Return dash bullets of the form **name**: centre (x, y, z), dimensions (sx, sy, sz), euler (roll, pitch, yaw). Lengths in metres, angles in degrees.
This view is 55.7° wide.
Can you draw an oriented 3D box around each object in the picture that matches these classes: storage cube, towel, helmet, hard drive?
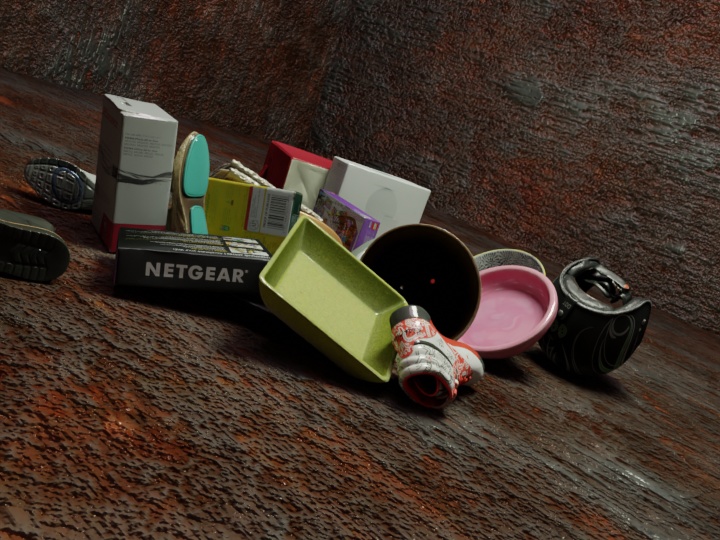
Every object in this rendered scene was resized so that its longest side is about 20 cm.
- **storage cube**: centre (-0.133, -0.177, 1.572), dimensions (0.198, 0.172, 0.180), euler (15, 15, -27)
- **towel**: centre (-0.174, -0.109, 1.162), dimensions (0.199, 0.035, 0.132), euler (31, -29, -28)
- **helmet**: centre (0.415, 0.097, 1.239), dimensions (0.198, 0.192, 0.201), euler (2, 40, -2)
- **hard drive**: centre (-0.101, 0.052, 0.962), dimensions (0.138, 0.033, 0.200), euler (24, 13, 14)

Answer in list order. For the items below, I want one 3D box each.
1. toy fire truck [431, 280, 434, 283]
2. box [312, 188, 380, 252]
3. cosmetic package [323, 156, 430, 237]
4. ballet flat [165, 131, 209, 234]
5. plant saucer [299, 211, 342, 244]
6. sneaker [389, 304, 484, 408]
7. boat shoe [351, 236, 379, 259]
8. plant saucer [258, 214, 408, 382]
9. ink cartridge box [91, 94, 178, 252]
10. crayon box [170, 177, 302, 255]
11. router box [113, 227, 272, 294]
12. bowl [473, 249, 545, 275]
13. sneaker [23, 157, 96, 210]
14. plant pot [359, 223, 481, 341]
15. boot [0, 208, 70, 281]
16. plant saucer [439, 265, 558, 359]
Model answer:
- **toy fire truck**: centre (0.081, 0.020, 1.357), dimensions (0.140, 0.049, 0.200), euler (24, 13, 16)
- **box**: centre (-0.045, -0.062, 1.293), dimensions (0.039, 0.138, 0.200), euler (14, 14, -32)
- **cosmetic package**: centre (0.014, -0.115, 1.472), dimensions (0.198, 0.202, 0.123), euler (16, 10, -21)
- **ballet flat**: centre (-0.265, -0.104, 1.016), dimensions (0.065, 0.202, 0.070), euler (0, -2, 24)
- **plant saucer**: centre (-0.130, -0.051, 1.164), dimensions (0.198, 0.038, 0.200), euler (14, -20, 5)
- **sneaker**: centre (0.105, 0.137, 0.880), dimensions (0.201, 0.067, 0.109), euler (42, 32, -41)
- **boat shoe**: centre (0.000, 0.000, 1.130), dimensions (0.061, 0.075, 0.200), euler (58, 40, -7)
- **plant saucer**: centre (-0.037, 0.042, 0.885), dimensions (0.200, 0.048, 0.200), euler (40, 28, -9)
- **ink cartridge box**: centre (-0.337, -0.144, 1.008), dimensions (0.083, 0.202, 0.145), euler (2, 21, -32)
- **crayon box**: centre (-0.198, -0.075, 1.061), dimensions (0.198, 0.128, 0.051), euler (11, 4, 10)
- **router box**: centre (-0.222, -0.014, 0.906), dimensions (0.198, 0.052, 0.149), euler (5, 12, -19)
- **bowl**: centre (0.255, 0.061, 1.268), dimensions (0.200, 0.200, 0.095), euler (37, -20, 53)
- **sneaker**: centre (-0.453, -0.129, 1.127), dimensions (0.199, 0.075, 0.087), euler (21, -2, -29)
- **plant pot**: centre (0.090, 0.034, 1.074), dimensions (0.185, 0.189, 0.200), euler (22, -2, 7)
- **boot**: centre (-0.447, -0.052, 0.788), dimensions (0.199, 0.078, 0.138), euler (29, 2, -33)
- **plant saucer**: centre (0.232, 0.075, 1.139), dimensions (0.200, 0.200, 0.051), euler (36, -23, 52)
